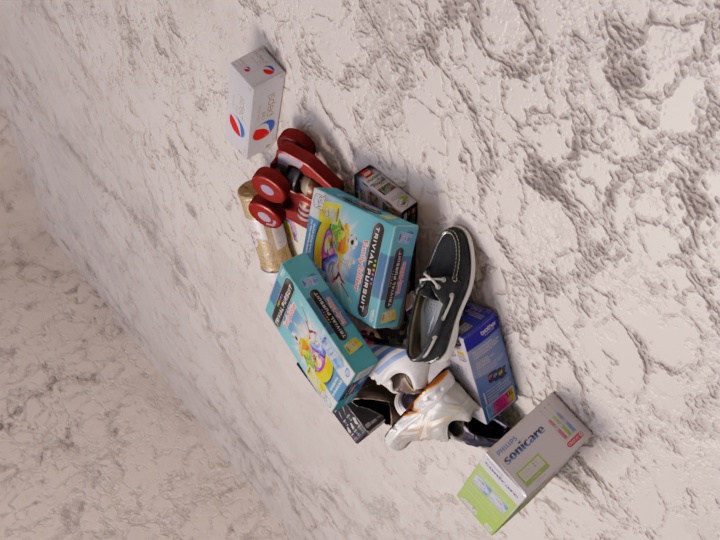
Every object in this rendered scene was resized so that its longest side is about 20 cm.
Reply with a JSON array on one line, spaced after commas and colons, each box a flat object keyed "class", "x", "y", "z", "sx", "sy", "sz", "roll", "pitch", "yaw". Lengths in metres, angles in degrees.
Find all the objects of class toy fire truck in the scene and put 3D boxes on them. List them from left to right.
[{"class": "toy fire truck", "x": -0.086, "y": -0.129, "z": 1.499, "sx": 0.167, "sy": 0.113, "sz": 0.200, "roll": 28, "pitch": 152, "yaw": 3}]

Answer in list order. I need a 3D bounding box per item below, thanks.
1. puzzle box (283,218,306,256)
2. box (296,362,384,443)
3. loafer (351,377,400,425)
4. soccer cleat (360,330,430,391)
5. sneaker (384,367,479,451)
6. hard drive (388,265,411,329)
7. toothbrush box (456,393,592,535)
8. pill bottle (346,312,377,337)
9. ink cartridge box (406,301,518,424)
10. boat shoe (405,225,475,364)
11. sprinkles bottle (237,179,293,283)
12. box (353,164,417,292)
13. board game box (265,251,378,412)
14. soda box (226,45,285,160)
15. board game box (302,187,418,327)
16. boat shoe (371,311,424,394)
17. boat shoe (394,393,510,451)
[{"class": "puzzle box", "x": -0.113, "y": -0.049, "z": 1.717, "sx": 0.133, "sy": 0.025, "sz": 0.201, "roll": 33, "pitch": 147, "yaw": 42}, {"class": "box", "x": -0.013, "y": 0.209, "z": 1.731, "sx": 0.201, "sy": 0.122, "sz": 0.106, "roll": 51, "pitch": 156, "yaw": 11}, {"class": "loafer", "x": 0.069, "y": 0.240, "z": 1.529, "sx": 0.198, "sy": 0.072, "sz": 0.073, "roll": 22, "pitch": 141, "yaw": 9}, {"class": "soccer cleat", "x": 0.022, "y": 0.140, "z": 1.382, "sx": 0.199, "sy": 0.069, "sz": 0.087, "roll": 2, "pitch": 95, "yaw": 43}, {"class": "sneaker", "x": 0.108, "y": 0.239, "z": 1.386, "sx": 0.092, "sy": 0.076, "sz": 0.200, "roll": 42, "pitch": 138, "yaw": 8}, {"class": "hard drive", "x": 0.000, "y": 0.000, "z": 1.402, "sx": 0.199, "sy": 0.026, "sz": 0.134, "roll": 19, "pitch": 106, "yaw": 48}, {"class": "toothbrush box", "x": 0.238, "y": 0.290, "z": 1.336, "sx": 0.086, "sy": 0.145, "sz": 0.201, "roll": 45, "pitch": 153, "yaw": 20}, {"class": "pill bottle", "x": -0.006, "y": 0.085, "z": 1.567, "sx": 0.115, "sy": 0.114, "sz": 0.200, "roll": 54, "pitch": 162, "yaw": 4}, {"class": "ink cartridge box", "x": 0.151, "y": 0.116, "z": 1.369, "sx": 0.136, "sy": 0.076, "sz": 0.201, "roll": 24, "pitch": 142, "yaw": 49}, {"class": "boat shoe", "x": 0.110, "y": 0.036, "z": 1.267, "sx": 0.075, "sy": 0.060, "sz": 0.203, "roll": 19, "pitch": 105, "yaw": 50}, {"class": "sprinkles bottle", "x": -0.174, "y": -0.073, "z": 1.689, "sx": 0.068, "sy": 0.068, "sz": 0.202, "roll": 31, "pitch": 144, "yaw": 43}, {"class": "box", "x": 0.039, "y": -0.057, "z": 1.413, "sx": 0.110, "sy": 0.035, "sz": 0.201, "roll": 41, "pitch": 152, "yaw": 30}, {"class": "board game box", "x": -0.064, "y": 0.096, "z": 1.368, "sx": 0.201, "sy": 0.047, "sz": 0.151, "roll": 55, "pitch": 150, "yaw": 17}, {"class": "soda box", "x": -0.178, "y": -0.275, "z": 1.508, "sx": 0.064, "sy": 0.068, "sz": 0.201, "roll": 48, "pitch": 155, "yaw": 16}, {"class": "board game box", "x": -0.009, "y": -0.023, "z": 1.344, "sx": 0.199, "sy": 0.047, "sz": 0.153, "roll": 28, "pitch": 113, "yaw": 47}, {"class": "boat shoe", "x": 0.061, "y": 0.103, "z": 1.436, "sx": 0.059, "sy": 0.072, "sz": 0.202, "roll": 0, "pitch": 108, "yaw": 41}, {"class": "boat shoe", "x": 0.148, "y": 0.230, "z": 1.442, "sx": 0.198, "sy": 0.075, "sz": 0.093, "roll": 18, "pitch": 164, "yaw": 10}]
